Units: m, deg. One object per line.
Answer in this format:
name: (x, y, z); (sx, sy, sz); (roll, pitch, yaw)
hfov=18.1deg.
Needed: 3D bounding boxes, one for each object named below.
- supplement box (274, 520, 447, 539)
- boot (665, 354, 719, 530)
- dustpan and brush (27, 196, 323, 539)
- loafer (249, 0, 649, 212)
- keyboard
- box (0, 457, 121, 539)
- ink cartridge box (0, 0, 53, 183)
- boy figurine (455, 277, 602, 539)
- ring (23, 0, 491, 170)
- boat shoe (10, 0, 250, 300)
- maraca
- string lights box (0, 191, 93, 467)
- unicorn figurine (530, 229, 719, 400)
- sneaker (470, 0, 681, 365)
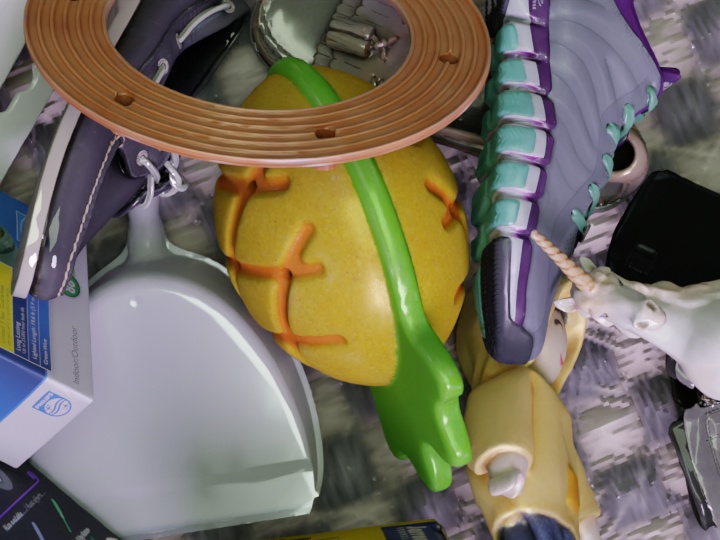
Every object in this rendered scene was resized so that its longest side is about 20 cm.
supplement box: (-0.002, 0.221, 0.974); (0.109, 0.109, 0.201); (-7, 94, -4)
boot: (0.214, 0.102, 1.043); (0.130, 0.068, 0.201); (-13, 78, 0)
dustpan and brush: (-0.095, 0.018, 1.037); (0.139, 0.057, 0.201); (-9, 93, 8)
loafer: (0.044, -0.088, 1.041); (0.199, 0.063, 0.072); (24, 85, -1)
keyboard: (0.199, 0.036, 1.017); (0.199, 0.040, 0.104); (27, 55, 13)
box: (-0.200, 0.132, 0.977); (0.200, 0.106, 0.122); (40, 102, 0)
ink cartridge box: (-0.226, -0.131, 1.001); (0.200, 0.068, 0.116); (33, 84, -36)
boy figurine: (0.083, 0.095, 1.011); (0.064, 0.124, 0.201); (-16, 57, 20)
ring: (-0.043, -0.098, 0.960); (0.199, 0.201, 0.019); (3, 128, -3)
boat shoe: (-0.099, -0.063, 0.995); (0.062, 0.073, 0.201); (23, 51, -6)
maraca: (0.000, 0.000, 0.991); (0.106, 0.137, 0.201); (-21, 76, -13)
string lights box: (-0.209, -0.005, 0.951); (0.200, 0.103, 0.059); (30, 124, -35)
unicorn figurine: (0.178, 0.024, 0.963); (0.199, 0.074, 0.137); (-20, 48, -38)
sneaker: (0.097, -0.058, 0.977); (0.087, 0.074, 0.201); (4, 85, -5)
